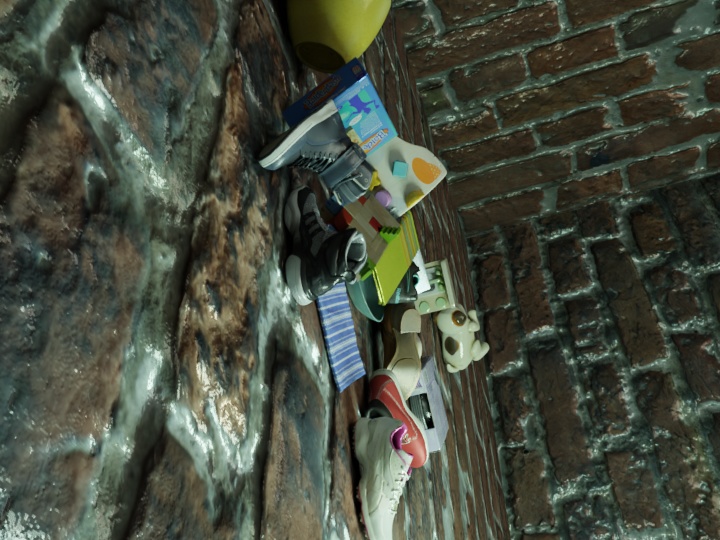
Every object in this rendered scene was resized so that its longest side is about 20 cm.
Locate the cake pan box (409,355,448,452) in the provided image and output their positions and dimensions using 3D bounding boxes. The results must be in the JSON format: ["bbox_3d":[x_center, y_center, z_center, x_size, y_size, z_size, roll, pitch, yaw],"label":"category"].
[{"bbox_3d":[0.157,0.310,1.676,0.200,0.051,0.189,-19,94,-77],"label":"cake pan box"}]

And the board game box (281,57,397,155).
[{"bbox_3d":[-0.029,-0.249,1.218,0.045,0.150,0.200,57,4,25],"label":"board game box"}]

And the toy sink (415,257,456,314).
[{"bbox_3d":[0.197,0.044,1.966,0.200,0.109,0.134,-19,95,-81],"label":"toy sink"}]

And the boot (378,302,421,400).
[{"bbox_3d":[0.061,0.149,1.411,0.155,0.075,0.206,-148,-120,-71],"label":"boot"}]

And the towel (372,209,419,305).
[{"bbox_3d":[0.063,-0.027,1.308,0.201,0.018,0.088,-55,136,-50],"label":"towel"}]

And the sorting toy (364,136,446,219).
[{"bbox_3d":[0.028,-0.186,1.360,0.181,0.199,0.107,51,34,-7],"label":"sorting toy"}]

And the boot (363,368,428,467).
[{"bbox_3d":[0.061,0.295,1.259,0.203,0.071,0.145,64,18,-19],"label":"boot"}]

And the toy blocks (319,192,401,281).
[{"bbox_3d":[-0.014,-0.080,1.217,0.137,0.100,0.201,44,34,-9],"label":"toy blocks"}]

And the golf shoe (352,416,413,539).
[{"bbox_3d":[0.039,0.322,1.095,0.075,0.089,0.205,50,31,-64],"label":"golf shoe"}]

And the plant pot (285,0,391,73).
[{"bbox_3d":[-0.056,-0.447,1.293,0.200,0.195,0.146,46,58,-64],"label":"plant pot"}]

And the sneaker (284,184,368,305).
[{"bbox_3d":[-0.047,-0.048,1.035,0.076,0.111,0.204,59,22,-50],"label":"sneaker"}]

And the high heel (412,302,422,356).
[{"bbox_3d":[0.090,0.173,1.536,0.143,0.069,0.205,99,-3,-68],"label":"high heel"}]

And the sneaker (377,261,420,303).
[{"bbox_3d":[0.078,0.005,1.402,0.202,0.077,0.077,-79,174,-56],"label":"sneaker"}]

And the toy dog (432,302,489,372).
[{"bbox_3d":[0.289,0.192,2.215,0.193,0.137,0.204,-41,125,-34],"label":"toy dog"}]

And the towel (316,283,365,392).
[{"bbox_3d":[-0.034,0.083,1.159,0.145,0.023,0.206,-7,84,-76],"label":"towel"}]

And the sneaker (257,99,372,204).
[{"bbox_3d":[-0.057,-0.153,1.048,0.148,0.076,0.203,59,38,-13],"label":"sneaker"}]

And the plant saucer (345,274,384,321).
[{"bbox_3d":[0.000,0.000,1.352,0.200,0.035,0.206,-13,91,-76],"label":"plant saucer"}]

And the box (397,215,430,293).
[{"bbox_3d":[0.105,-0.051,1.702,0.200,0.040,0.159,-118,-170,-71],"label":"box"}]
